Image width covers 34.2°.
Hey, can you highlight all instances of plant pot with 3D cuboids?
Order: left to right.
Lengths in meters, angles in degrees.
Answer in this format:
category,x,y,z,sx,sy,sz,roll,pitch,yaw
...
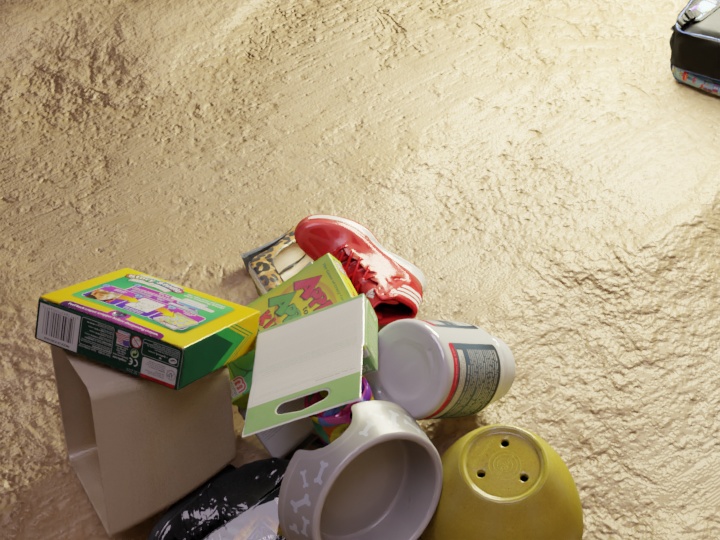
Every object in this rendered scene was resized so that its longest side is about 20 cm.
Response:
category,x,y,z,sx,sy,sz,roll,pitch,yaw
plant pot,-0.259,0.170,1.428,0.177,0.200,0.200,-13,27,-23
plant pot,0.164,0.260,1.366,0.199,0.142,0.200,-3,52,4

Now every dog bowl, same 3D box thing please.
category,x,y,z,sx,sy,sz,roll,pitch,yaw
dog bowl,0.007,0.248,1.305,0.200,0.200,0.059,-34,36,-20

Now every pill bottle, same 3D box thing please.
category,x,y,z,sx,sy,sz,roll,pitch,yaw
pill bottle,0.107,0.122,1.439,0.119,0.200,0.120,-4,84,35

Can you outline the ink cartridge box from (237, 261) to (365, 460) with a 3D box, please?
category,x,y,z,sx,sy,sz,roll,pitch,yaw
ink cartridge box,-0.078,0.118,1.502,0.200,0.044,0.174,-42,64,4

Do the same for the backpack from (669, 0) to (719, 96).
category,x,y,z,sx,sy,sz,roll,pitch,yaw
backpack,0.595,-0.382,1.827,0.182,0.135,0.200,22,58,21

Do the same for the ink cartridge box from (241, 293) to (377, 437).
category,x,y,z,sx,sy,sz,roll,pitch,yaw
ink cartridge box,-0.054,0.118,1.331,0.145,0.048,0.200,-20,32,13

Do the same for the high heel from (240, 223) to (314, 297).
category,x,y,z,sx,sy,sz,roll,pitch,yaw
high heel,-0.082,-0.009,1.613,0.142,0.072,0.200,-23,28,-6

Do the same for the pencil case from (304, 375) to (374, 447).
category,x,y,z,sx,sy,sz,roll,pitch,yaw
pencil case,0.000,0.208,1.384,0.088,0.200,0.089,-16,37,12

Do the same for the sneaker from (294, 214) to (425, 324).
category,x,y,z,sx,sy,sz,roll,pitch,yaw
sneaker,0.000,0.000,1.562,0.200,0.078,0.116,25,23,-8

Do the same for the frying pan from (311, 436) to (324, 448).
category,x,y,z,sx,sy,sz,roll,pitch,yaw
frying pan,-0.041,0.149,1.547,0.115,0.031,0.190,-10,55,-4

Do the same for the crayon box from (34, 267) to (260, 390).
category,x,y,z,sx,sy,sz,roll,pitch,yaw
crayon box,-0.248,0.064,1.379,0.199,0.058,0.172,17,17,21

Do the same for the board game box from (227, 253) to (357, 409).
category,x,y,z,sx,sy,sz,roll,pitch,yaw
board game box,-0.093,0.077,1.470,0.200,0.048,0.102,-33,66,8

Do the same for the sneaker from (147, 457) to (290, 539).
category,x,y,z,sx,sy,sz,roll,pitch,yaw
sneaker,-0.168,0.299,1.419,0.104,0.060,0.200,21,54,25

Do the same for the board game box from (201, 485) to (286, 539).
category,x,y,z,sx,sy,sz,roll,pitch,yaw
board game box,-0.086,0.365,1.348,0.135,0.028,0.200,-31,72,-17
